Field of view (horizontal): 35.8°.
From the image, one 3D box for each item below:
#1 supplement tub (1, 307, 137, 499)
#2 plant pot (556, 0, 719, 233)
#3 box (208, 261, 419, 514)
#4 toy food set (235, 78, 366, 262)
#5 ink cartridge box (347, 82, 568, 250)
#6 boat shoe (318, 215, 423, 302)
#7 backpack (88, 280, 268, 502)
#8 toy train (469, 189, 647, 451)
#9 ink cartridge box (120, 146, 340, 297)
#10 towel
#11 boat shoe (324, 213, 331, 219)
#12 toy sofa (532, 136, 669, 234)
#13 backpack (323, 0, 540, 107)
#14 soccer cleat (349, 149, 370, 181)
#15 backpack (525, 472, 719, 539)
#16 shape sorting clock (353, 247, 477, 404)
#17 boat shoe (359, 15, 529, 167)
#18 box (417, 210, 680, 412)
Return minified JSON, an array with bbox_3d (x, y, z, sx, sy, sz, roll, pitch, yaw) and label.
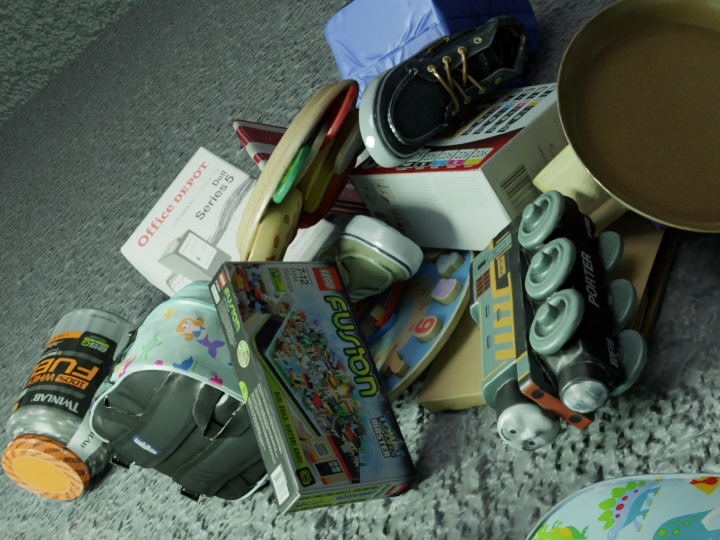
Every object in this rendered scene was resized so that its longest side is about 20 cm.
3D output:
[{"bbox_3d":[-0.327,0.153,1.284,0.122,0.122,0.201,-26,34,36],"label":"supplement tub"},{"bbox_3d":[0.234,-0.111,0.783,0.201,0.199,0.028,-59,-12,-22],"label":"plant pot"},{"bbox_3d":[-0.039,0.084,0.866,0.035,0.109,0.201,-51,51,43],"label":"box"},{"bbox_3d":[-0.046,-0.080,0.980,0.199,0.048,0.200,-62,-6,22],"label":"toy food set"},{"bbox_3d":[0.116,-0.101,0.969,0.175,0.084,0.199,-41,23,-24],"label":"ink cartridge box"},{"bbox_3d":[0.000,0.000,0.981,0.062,0.072,0.200,-59,9,-12],"label":"boat shoe"},{"bbox_3d":[-0.126,0.101,0.966,0.200,0.176,0.152,-41,22,58],"label":"backpack"},{"bbox_3d":[0.129,0.033,0.772,0.114,0.085,0.201,-46,25,33],"label":"toy train"},{"bbox_3d":[-0.127,-0.016,1.155,0.199,0.084,0.146,31,77,29],"label":"ink cartridge box"},{"bbox_3d":[-0.049,-0.106,1.184,0.200,0.143,0.023,54,130,55],"label":"towel"},{"bbox_3d":[-0.053,-0.094,1.283,0.085,0.075,0.203,-22,28,23],"label":"boat shoe"},{"bbox_3d":[0.232,-0.115,0.857,0.200,0.097,0.083,-50,1,-21],"label":"toy sofa"},{"bbox_3d":[0.087,-0.233,1.153,0.162,0.169,0.199,-17,6,42],"label":"backpack"},{"bbox_3d":[0.042,-0.136,1.202,0.070,0.077,0.200,-62,-6,36],"label":"soccer cleat"},{"bbox_3d":[0.142,0.186,0.516,0.199,0.147,0.184,-18,36,48],"label":"backpack"},{"bbox_3d":[0.026,0.046,0.970,0.200,0.039,0.200,-46,17,18],"label":"shape sorting clock"},{"bbox_3d":[0.073,-0.160,0.938,0.090,0.071,0.201,-17,23,37],"label":"boat shoe"},{"bbox_3d":[0.145,0.030,0.862,0.199,0.021,0.164,-16,40,48],"label":"box"}]
